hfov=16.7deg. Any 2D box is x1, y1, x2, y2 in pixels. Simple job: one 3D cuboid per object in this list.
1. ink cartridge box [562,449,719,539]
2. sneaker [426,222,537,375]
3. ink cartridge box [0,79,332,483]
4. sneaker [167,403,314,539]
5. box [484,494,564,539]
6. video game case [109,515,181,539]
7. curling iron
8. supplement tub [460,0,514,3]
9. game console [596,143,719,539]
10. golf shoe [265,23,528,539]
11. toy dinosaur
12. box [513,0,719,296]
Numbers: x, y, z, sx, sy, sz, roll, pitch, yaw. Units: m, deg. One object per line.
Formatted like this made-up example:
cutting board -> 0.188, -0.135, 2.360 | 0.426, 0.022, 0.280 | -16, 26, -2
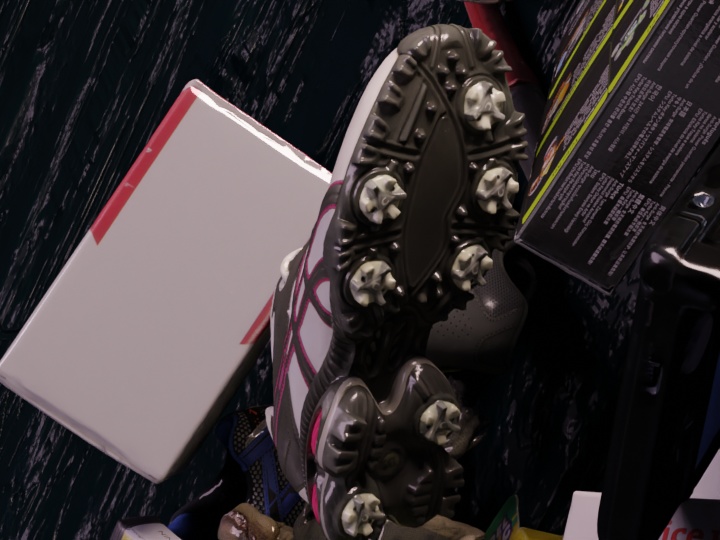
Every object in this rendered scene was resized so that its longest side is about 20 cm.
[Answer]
ink cartridge box -> 0.114, 0.135, 0.758 | 0.115, 0.068, 0.201 | -2, 66, 42
sneaker -> 0.033, -0.007, 1.044 | 0.200, 0.084, 0.075 | -80, 4, -60
ink cartridge box -> -0.077, 0.011, 1.066 | 0.145, 0.083, 0.200 | -58, 0, -4
sneaker -> -0.063, 0.144, 1.126 | 0.075, 0.078, 0.201 | 42, 113, 61
box -> 0.069, 0.187, 0.895 | 0.118, 0.048, 0.200 | -59, 33, 28
video game case -> -0.066, 0.229, 0.977 | 0.181, 0.025, 0.200 | 35, 112, 34
curling iron -> 0.070, -0.084, 1.054 | 0.050, 0.025, 0.200 | -52, 35, 41
supplement tub -> 0.074, -0.205, 0.974 | 0.200, 0.122, 0.123 | 127, 148, -56
game console -> 0.166, -0.012, 0.733 | 0.200, 0.116, 0.176 | -47, -29, -48
golf shoe -> 0.000, 0.000, 0.893 | 0.088, 0.077, 0.201 | 37, 123, 48
toy dinosaur -> 0.015, 0.093, 1.001 | 0.088, 0.047, 0.200 | -53, 18, -26
box -> 0.129, -0.117, 0.864 | 0.200, 0.047, 0.193 | -58, 8, 28
